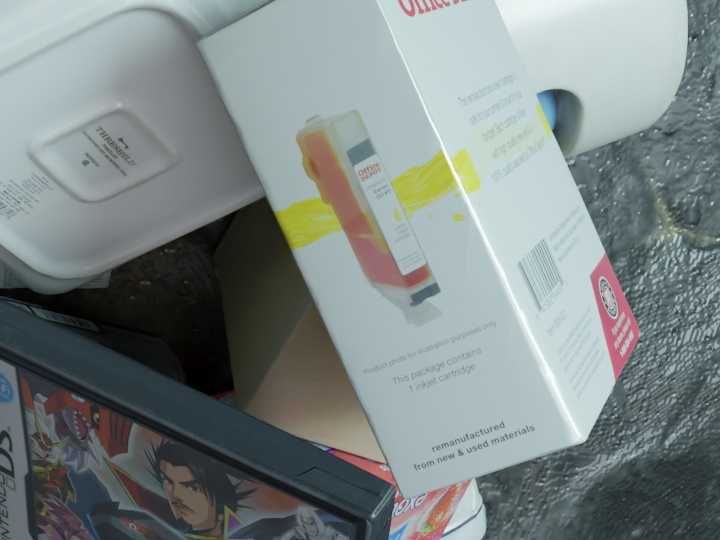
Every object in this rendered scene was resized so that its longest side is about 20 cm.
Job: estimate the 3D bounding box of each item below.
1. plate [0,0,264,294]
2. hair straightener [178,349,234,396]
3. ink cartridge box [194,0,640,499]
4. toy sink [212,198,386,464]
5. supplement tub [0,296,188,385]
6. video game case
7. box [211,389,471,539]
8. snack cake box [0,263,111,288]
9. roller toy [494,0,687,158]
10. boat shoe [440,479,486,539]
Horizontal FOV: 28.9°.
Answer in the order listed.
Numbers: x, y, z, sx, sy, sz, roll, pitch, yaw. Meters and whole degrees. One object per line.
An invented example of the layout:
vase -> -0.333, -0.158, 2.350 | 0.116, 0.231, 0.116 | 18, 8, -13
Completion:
plate -> -0.117, -0.063, 0.633 | 0.199, 0.032, 0.200 | -24, 145, 13
hair straightener -> -0.105, 0.153, 0.839 | 0.041, 0.077, 0.201 | 7, 108, -49
ink cartridge box -> 0.032, -0.030, 0.587 | 0.083, 0.145, 0.201 | -22, 95, 25
toy sink -> 0.000, 0.000, 0.769 | 0.130, 0.201, 0.112 | 20, 120, -25
supplement tub -> -0.197, 0.073, 0.725 | 0.199, 0.122, 0.123 | 17, 104, -43
video game case -> -0.085, 0.124, 0.623 | 0.026, 0.199, 0.182 | -46, 152, -46
box -> -0.029, 0.122, 0.761 | 0.200, 0.102, 0.095 | -12, 132, -59
snack cake box -> -0.170, -0.075, 0.684 | 0.114, 0.068, 0.200 | 1, 143, -19
roller toy -> 0.070, -0.145, 0.729 | 0.139, 0.182, 0.201 | -19, 115, -10
boat shoe -> -0.014, 0.170, 0.884 | 0.199, 0.072, 0.066 | -20, 110, -12
